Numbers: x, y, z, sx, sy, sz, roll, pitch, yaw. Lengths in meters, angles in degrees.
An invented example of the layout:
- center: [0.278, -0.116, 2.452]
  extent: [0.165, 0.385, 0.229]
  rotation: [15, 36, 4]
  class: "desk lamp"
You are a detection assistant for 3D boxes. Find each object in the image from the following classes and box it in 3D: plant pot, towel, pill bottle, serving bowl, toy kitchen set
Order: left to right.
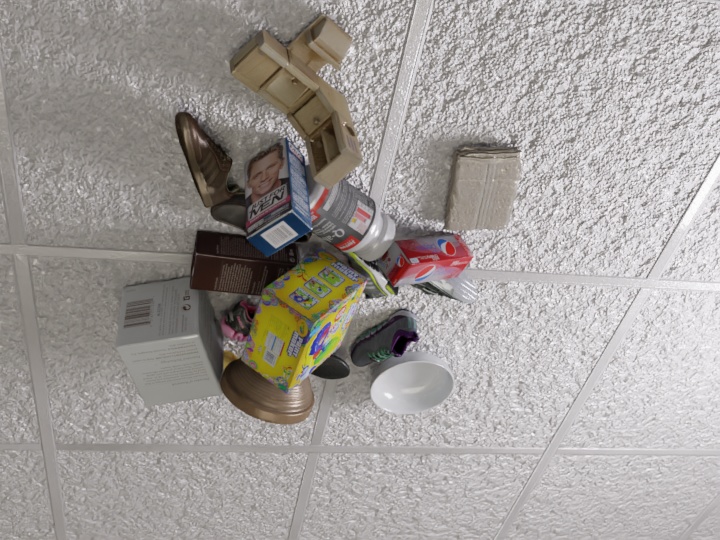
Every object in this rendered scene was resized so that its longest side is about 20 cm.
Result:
- center: [-0.179, 0.218, 1.679]
  extent: [0.201, 0.201, 0.093]
  rotation: [15, 111, -22]
  class: "plant pot"
- center: [-0.073, -0.280, 1.290]
  extent: [0.163, 0.181, 0.200]
  rotation: [-37, 133, 24]
  class: "toy kitchen set"
- center: [-0.036, -0.104, 1.517]
  extent: [0.200, 0.116, 0.116]
  rotation: [32, 123, -33]
  class: "pill bottle"
- center: [0.117, 0.254, 1.929]
  extent: [0.200, 0.066, 0.200]
  rotation: [-5, 135, -5]
  class: "serving bowl"
- center: [0.233, -0.154, 1.567]
  extent: [0.132, 0.035, 0.200]
  rotation: [-1, 135, -6]
  class: "towel"

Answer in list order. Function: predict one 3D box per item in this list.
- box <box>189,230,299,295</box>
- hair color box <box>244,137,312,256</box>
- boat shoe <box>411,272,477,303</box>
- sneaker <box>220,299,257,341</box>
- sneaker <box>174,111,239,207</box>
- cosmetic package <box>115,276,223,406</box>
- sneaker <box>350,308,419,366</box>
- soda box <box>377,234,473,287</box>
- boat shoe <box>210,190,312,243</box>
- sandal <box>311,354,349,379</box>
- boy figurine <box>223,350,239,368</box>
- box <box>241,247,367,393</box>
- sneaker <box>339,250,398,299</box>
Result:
- center: [-0.230, -0.010, 1.612]
  extent: [0.200, 0.075, 0.100]
  rotation: [6, 134, -16]
  class: "box"
- center: [-0.145, -0.130, 1.414]
  extent: [0.100, 0.200, 0.061]
  rotation: [-30, 132, 19]
  class: "hair color box"
- center: [0.153, 0.018, 1.709]
  extent: [0.200, 0.072, 0.071]
  rotation: [30, 133, -20]
  class: "boat shoe"
- center: [-0.193, 0.119, 1.752]
  extent: [0.200, 0.079, 0.095]
  rotation: [20, 117, -27]
  class: "sneaker"
- center: [-0.267, -0.202, 1.434]
  extent: [0.075, 0.070, 0.200]
  rotation: [-23, 140, -13]
  class: "sneaker"
- center: [-0.383, 0.145, 1.674]
  extent: [0.166, 0.168, 0.200]
  rotation: [-10, 136, 0]
  class: "cosmetic package"
- center: [0.050, 0.171, 1.821]
  extent: [0.074, 0.088, 0.200]
  rotation: [27, 125, -30]
  class: "sneaker"
- center: [0.130, -0.021, 1.601]
  extent: [0.200, 0.063, 0.070]
  rotation: [-7, 144, -45]
  class: "soda box"
- center: [-0.180, -0.096, 1.533]
  extent: [0.200, 0.073, 0.075]
  rotation: [7, 133, -15]
  class: "boat shoe"
- center: [-0.118, 0.196, 1.857]
  extent: [0.200, 0.048, 0.075]
  rotation: [14, 133, -5]
  class: "sandal"
- center: [-0.289, 0.214, 1.809]
  extent: [0.200, 0.065, 0.124]
  rotation: [21, 165, -14]
  class: "boy figurine"
- center: [-0.110, 0.095, 1.601]
  extent: [0.122, 0.193, 0.200]
  rotation: [34, 130, 15]
  class: "box"
- center: [0.000, 0.000, 1.659]
  extent: [0.081, 0.074, 0.200]
  rotation: [-24, 131, 20]
  class: "sneaker"
